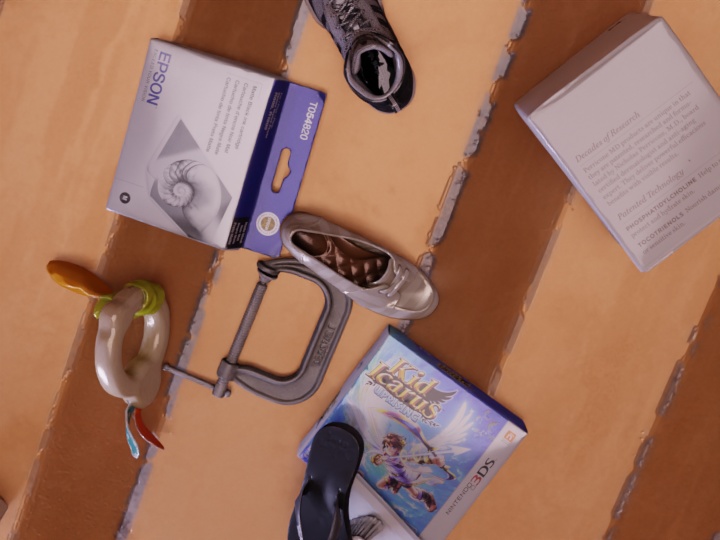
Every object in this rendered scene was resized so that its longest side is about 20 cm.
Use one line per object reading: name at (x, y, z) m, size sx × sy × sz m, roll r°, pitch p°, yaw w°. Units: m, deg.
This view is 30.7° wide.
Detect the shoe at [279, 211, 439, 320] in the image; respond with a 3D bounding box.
shoe at (0.000, 0.000, 1.443) m, size 0.199 × 0.053 × 0.070 m, roll 28°, pitch 90°, yaw -11°

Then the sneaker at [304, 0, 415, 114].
sneaker at (-0.002, -0.253, 1.368) m, size 0.075 × 0.114 × 0.201 m, roll -29°, pitch 100°, yaw 7°

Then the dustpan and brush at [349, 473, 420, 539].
dustpan and brush at (-0.039, 0.329, 1.521) m, size 0.200 × 0.057 × 0.140 m, roll -32°, pitch 107°, yaw 38°

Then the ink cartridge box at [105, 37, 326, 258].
ink cartridge box at (-0.158, -0.129, 1.429) m, size 0.199 × 0.041 × 0.201 m, roll 17°, pitch 102°, yaw 1°

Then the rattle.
rattle at (-0.289, 0.103, 1.467) m, size 0.142 × 0.130 × 0.201 m, roll 5°, pitch 121°, yaw 5°

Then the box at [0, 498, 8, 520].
box at (-0.513, 0.324, 1.515) m, size 0.200 × 0.095 × 0.078 m, roll -40°, pitch 99°, yaw 10°

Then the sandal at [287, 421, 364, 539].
sandal at (-0.045, 0.266, 1.453) m, size 0.076 × 0.043 × 0.202 m, roll 11°, pitch 105°, yaw 17°

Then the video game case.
video game case at (0.059, 0.193, 1.500) m, size 0.199 × 0.045 × 0.182 m, roll 35°, pitch 100°, yaw -6°

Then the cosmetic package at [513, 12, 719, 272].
cosmetic package at (0.288, -0.138, 1.361) m, size 0.166 × 0.167 × 0.200 m, roll -37°, pitch 98°, yaw 9°

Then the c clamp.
c clamp at (-0.107, 0.068, 1.485) m, size 0.170 × 0.027 × 0.201 m, roll 28°, pitch 102°, yaw -5°
